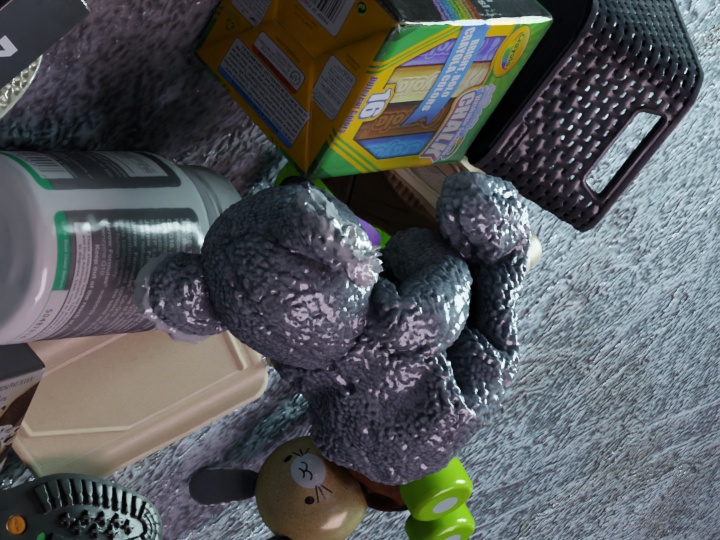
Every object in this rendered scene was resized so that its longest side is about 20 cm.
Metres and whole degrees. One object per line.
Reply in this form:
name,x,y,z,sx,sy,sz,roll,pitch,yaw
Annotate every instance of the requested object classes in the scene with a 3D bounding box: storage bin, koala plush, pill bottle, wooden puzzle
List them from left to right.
pill bottle,-0.163,-0.016,1.388,0.200,0.113,0.113,-3,135,-54
wooden puzzle,-0.166,0.069,1.600,0.185,0.037,0.200,-27,150,-5
koala plush,-0.017,0.016,1.343,0.177,0.184,0.200,-17,150,31
storage bin,0.141,-0.134,1.542,0.135,0.094,0.200,-52,-163,22

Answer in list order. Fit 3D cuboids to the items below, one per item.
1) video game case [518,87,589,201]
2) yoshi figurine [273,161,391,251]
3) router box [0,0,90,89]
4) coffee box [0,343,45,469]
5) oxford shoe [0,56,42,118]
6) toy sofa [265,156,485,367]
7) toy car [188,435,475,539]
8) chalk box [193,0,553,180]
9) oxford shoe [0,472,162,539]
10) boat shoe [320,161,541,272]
video game case,0.101,-0.043,1.760,0.200,0.022,0.182,-53,179,25
yoshi figurine,0.000,-0.011,1.552,0.112,0.200,0.112,-51,151,-6
router box,-0.248,-0.113,1.045,0.200,0.157,0.052,-41,156,-4
coffee box,-0.291,0.118,1.456,0.113,0.080,0.200,-18,146,-44
oxford shoe,-0.255,-0.082,1.218,0.200,0.075,0.058,-40,-161,-24
toy sofa,0.006,-0.010,1.670,0.083,0.098,0.200,2,131,-55
toy car,-0.032,0.168,1.859,0.200,0.164,0.158,-25,153,-8
chalk box,0.022,-0.146,1.437,0.200,0.125,0.124,-8,139,-50
oxford shoe,-0.239,0.185,1.640,0.200,0.073,0.084,3,165,-28
boat shoe,0.034,-0.063,1.515,0.065,0.200,0.072,-39,168,-35
